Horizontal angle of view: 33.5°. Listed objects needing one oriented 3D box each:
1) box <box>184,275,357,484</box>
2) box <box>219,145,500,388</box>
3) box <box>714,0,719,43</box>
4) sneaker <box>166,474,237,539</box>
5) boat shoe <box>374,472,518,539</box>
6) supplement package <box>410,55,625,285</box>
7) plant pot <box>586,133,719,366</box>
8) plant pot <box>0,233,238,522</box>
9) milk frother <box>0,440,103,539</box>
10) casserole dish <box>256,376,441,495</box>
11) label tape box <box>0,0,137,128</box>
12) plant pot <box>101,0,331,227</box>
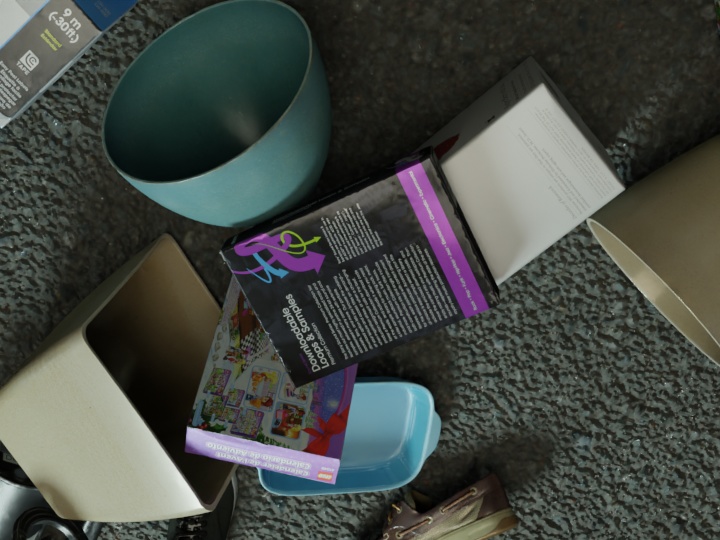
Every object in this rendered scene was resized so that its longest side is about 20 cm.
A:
[{"bbox_3d":[-0.072,0.091,1.096,0.136,0.201,0.039,12,134,-1],"label":"box"},{"bbox_3d":[0.000,0.000,1.015,0.199,0.036,0.144,-23,108,12],"label":"box"},{"bbox_3d":[0.333,-0.186,0.963,0.037,0.200,0.138,-12,109,4],"label":"box"},{"bbox_3d":[-0.170,0.270,1.222,0.070,0.099,0.202,6,110,3],"label":"sneaker"},{"bbox_3d":[0.061,0.260,1.229,0.199,0.072,0.073,-24,77,23],"label":"boat shoe"},{"bbox_3d":[0.113,-0.072,1.063,0.200,0.121,0.120,-39,105,15],"label":"supplement package"},{"bbox_3d":[0.334,-0.045,1.045,0.200,0.187,0.187,-43,103,3],"label":"plant pot"},{"bbox_3d":[-0.227,0.121,1.129,0.176,0.200,0.201,-26,107,25],"label":"plant pot"},{"bbox_3d":[-0.354,0.278,1.183,0.179,0.200,0.189,28,110,-8],"label":"milk frother"},{"bbox_3d":[-0.017,0.157,1.172,0.198,0.039,0.122,0,112,-22],"label":"casserole dish"},{"bbox_3d":[-0.293,-0.247,1.052,0.200,0.066,0.143,-38,104,18],"label":"label tape box"},{"bbox_3d":[-0.104,-0.115,1.040,0.199,0.201,0.135,-23,138,12],"label":"plant pot"}]
